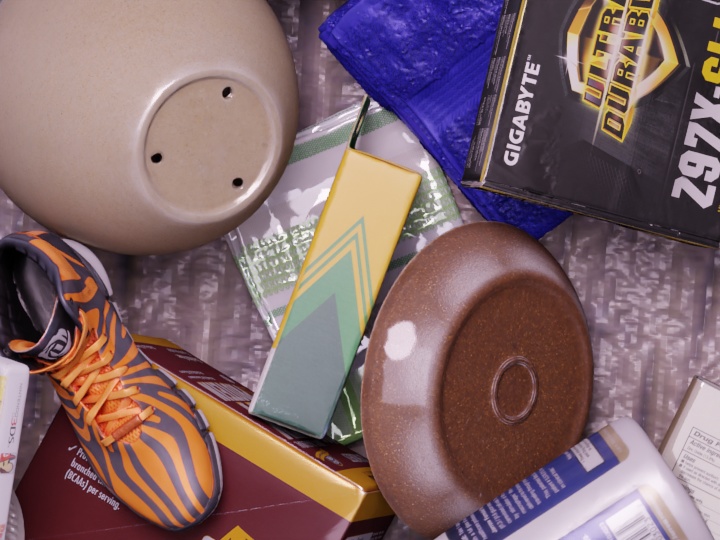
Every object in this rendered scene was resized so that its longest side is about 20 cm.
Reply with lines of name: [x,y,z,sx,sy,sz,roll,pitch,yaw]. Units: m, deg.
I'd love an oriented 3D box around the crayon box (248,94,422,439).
crayon box: [-0.008,-0.004,1.392,0.051,0.126,0.201,20,93,0]

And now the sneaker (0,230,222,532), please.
sneaker: [-0.159,0.065,1.303,0.077,0.112,0.200,-38,78,7]

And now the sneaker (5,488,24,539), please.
sneaker: [-0.281,0.141,1.375,0.200,0.075,0.105,45,110,35]

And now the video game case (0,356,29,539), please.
video game case: [-0.273,0.123,1.307,0.199,0.023,0.183,14,97,40]

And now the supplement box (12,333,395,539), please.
supplement box: [-0.109,0.173,1.409,0.196,0.133,0.201,30,93,13]

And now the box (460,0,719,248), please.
box: [0.161,-0.128,1.351,0.159,0.049,0.202,14,90,-15]

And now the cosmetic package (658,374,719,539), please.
cosmetic package: [0.214,0.177,1.432,0.105,0.071,0.201,27,93,5]

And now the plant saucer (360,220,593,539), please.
plant saucer: [0.083,0.071,1.391,0.037,0.200,0.202,8,92,45]

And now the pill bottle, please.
pill bottle: [0.106,0.184,1.345,0.199,0.111,0.111,-33,89,0]

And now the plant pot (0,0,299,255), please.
plant pot: [-0.114,-0.093,1.345,0.199,0.134,0.202,-10,113,-25]

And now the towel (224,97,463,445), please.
towel: [0.000,0.000,1.466,0.148,0.031,0.201,-23,89,5]

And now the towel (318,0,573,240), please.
towel: [0.083,-0.115,1.405,0.147,0.050,0.200,-37,103,32]

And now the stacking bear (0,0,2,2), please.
stacking bear: [-0.163,-0.152,1.439,0.199,0.114,0.122,-32,96,-3]
